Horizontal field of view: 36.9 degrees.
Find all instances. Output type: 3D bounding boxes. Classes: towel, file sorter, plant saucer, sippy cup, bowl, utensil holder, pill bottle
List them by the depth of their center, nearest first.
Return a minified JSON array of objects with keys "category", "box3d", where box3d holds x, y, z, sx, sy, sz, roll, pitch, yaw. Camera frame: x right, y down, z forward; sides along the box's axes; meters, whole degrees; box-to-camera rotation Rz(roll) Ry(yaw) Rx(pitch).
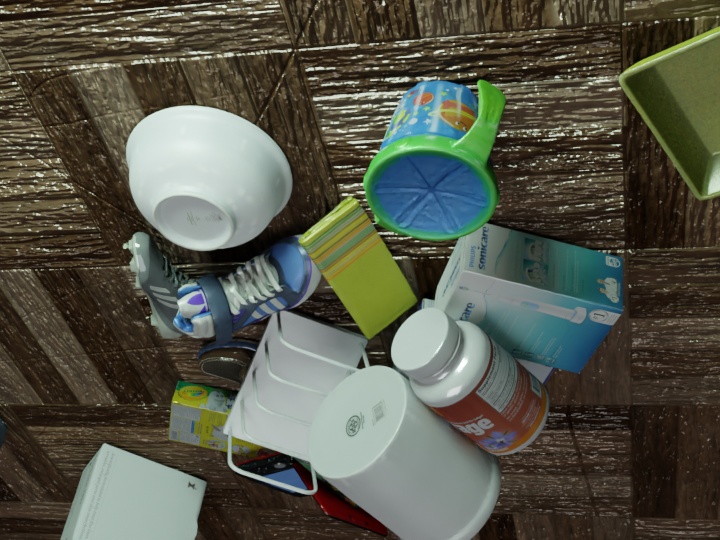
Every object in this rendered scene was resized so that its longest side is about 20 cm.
[{"category":"plant saucer","box3d":[0.386,-0.177,1.061,0.199,0.048,0.200,-21,132,32]},{"category":"sippy cup","box3d":[0.079,-0.123,1.125,0.177,0.131,0.140,-10,136,22]},{"category":"bowl","box3d":[-0.185,-0.087,1.256,0.200,0.091,0.201,6,141,5]},{"category":"pill bottle","box3d":[0.131,0.132,1.305,0.112,0.112,0.200,-24,131,34]},{"category":"towel","box3d":[0.000,0.000,1.343,0.086,0.018,0.200,-37,132,-4]},{"category":"utensil holder","box3d":[0.053,0.238,1.364,0.170,0.170,0.200,-23,131,34]},{"category":"file sorter","box3d":[-0.085,0.176,1.452,0.138,0.125,0.201,20,104,-13]}]

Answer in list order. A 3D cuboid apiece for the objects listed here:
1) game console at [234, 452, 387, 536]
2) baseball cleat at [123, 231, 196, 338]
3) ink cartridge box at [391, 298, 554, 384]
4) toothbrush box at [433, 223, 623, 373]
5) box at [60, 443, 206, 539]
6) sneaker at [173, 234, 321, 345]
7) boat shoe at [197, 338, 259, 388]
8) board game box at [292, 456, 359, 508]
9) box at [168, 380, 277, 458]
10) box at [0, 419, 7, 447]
[{"category":"game console","box3d":[-0.078,0.365,1.712,0.172,0.119,0.200,-19,149,24]},{"category":"baseball cleat","box3d":[-0.241,0.015,1.422,0.106,0.070,0.200,-7,144,-1]},{"category":"ink cartridge box","box3d":[0.154,0.126,1.478,0.199,0.043,0.197,12,141,-8]},{"category":"toothbrush box","box3d":[0.201,0.034,1.322,0.199,0.086,0.147,13,142,-4]},{"category":"box","box3d":[-0.392,0.434,1.835,0.200,0.199,0.131,25,138,-17]},{"category":"sneaker","box3d":[-0.151,0.028,1.342,0.146,0.081,0.200,-16,167,-42]},{"category":"boat shoe","box3d":[-0.139,0.151,1.543,0.199,0.073,0.072,7,140,4]},{"category":"board game box","box3d":[-0.052,0.269,1.641,0.023,0.105,0.200,-22,131,25]},{"category":"box","box3d":[-0.194,0.238,1.681,0.199,0.048,0.118,14,140,-2]},{"category":"box","box3d":[-0.710,0.246,1.744,0.199,0.118,0.197,1,140,9]}]
